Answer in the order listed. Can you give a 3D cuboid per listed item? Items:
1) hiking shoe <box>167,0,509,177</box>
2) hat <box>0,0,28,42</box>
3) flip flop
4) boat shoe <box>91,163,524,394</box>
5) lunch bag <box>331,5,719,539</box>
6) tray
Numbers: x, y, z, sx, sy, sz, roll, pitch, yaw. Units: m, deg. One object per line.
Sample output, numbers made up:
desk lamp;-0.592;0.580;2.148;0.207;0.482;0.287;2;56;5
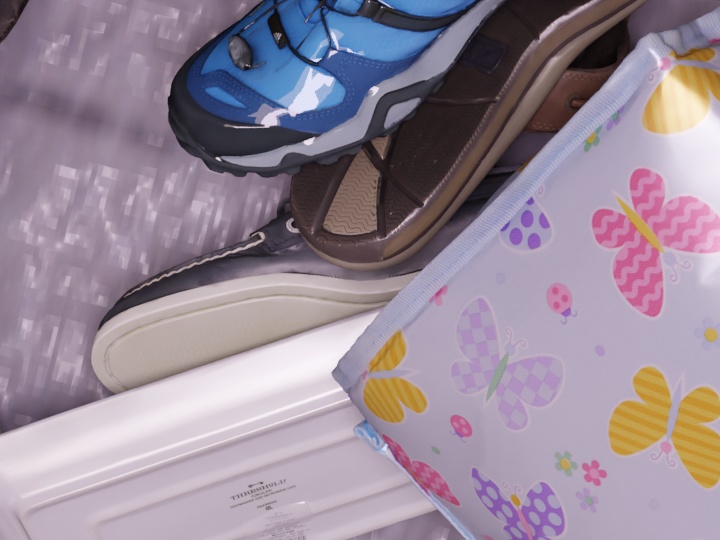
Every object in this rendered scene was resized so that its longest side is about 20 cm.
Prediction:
hiking shoe;0.014;-0.110;1.010;0.199;0.075;0.087;-32;138;-1
hat;-0.148;-0.114;0.989;0.081;0.201;0.201;34;98;-39
flip flop;0.055;-0.071;1.059;0.081;0.058;0.200;27;69;38
boat shoe;0.000;-0.002;1.081;0.198;0.066;0.075;-15;139;6
lunch bag;0.104;0.034;0.971;0.170;0.127;0.200;48;122;8
tray;-0.038;0.075;1.078;0.199;0.022;0.108;-19;135;4
